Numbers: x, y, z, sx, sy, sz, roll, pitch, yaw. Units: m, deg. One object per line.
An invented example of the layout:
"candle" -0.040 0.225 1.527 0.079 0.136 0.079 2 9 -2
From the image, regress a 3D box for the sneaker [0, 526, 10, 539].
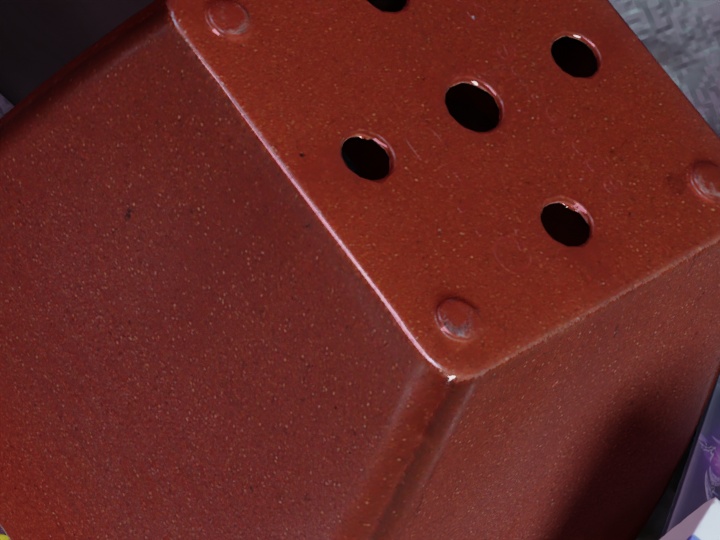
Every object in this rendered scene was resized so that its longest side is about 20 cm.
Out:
"sneaker" -0.078 0.070 0.920 0.198 0.090 0.075 2 76 5

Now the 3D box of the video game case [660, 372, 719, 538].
"video game case" 0.170 0.047 0.868 0.142 0.019 0.201 11 75 37

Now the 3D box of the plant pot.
"plant pot" 0.000 0.000 0.847 0.199 0.176 0.200 -26 73 -38

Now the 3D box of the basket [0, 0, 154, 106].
"basket" -0.112 -0.152 0.909 0.180 0.200 0.136 -31 43 3

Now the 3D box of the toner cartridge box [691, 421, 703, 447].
"toner cartridge box" 0.208 0.018 0.936 0.095 0.043 0.200 44 83 13

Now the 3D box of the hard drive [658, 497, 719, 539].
"hard drive" 0.147 0.158 0.828 0.200 0.132 0.025 39 58 0
